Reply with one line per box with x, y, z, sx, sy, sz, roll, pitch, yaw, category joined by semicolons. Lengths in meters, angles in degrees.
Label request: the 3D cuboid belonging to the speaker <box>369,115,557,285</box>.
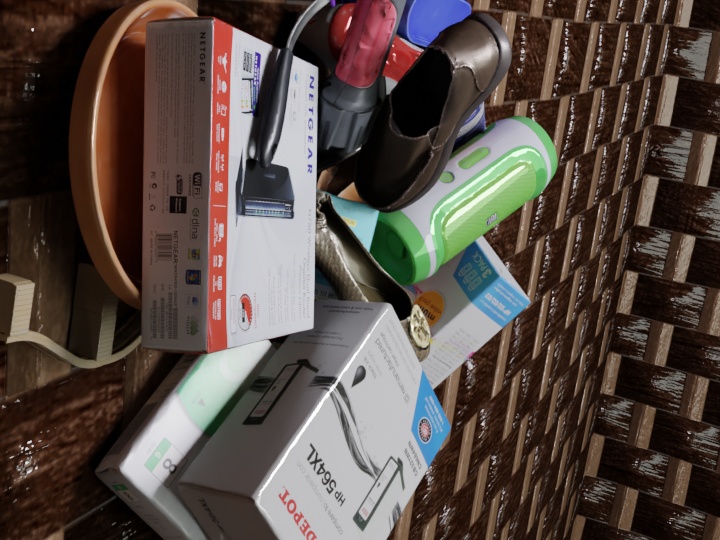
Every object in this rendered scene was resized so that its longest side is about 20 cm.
0.095;-0.068;0.947;0.199;0.088;0.089;-36;138;-27;speaker

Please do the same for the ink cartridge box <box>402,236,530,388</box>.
0.061;0.049;1.038;0.200;0.116;0.068;-43;135;13;ink cartridge box

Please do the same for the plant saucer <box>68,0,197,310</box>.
-0.133;-0.074;0.663;0.200;0.032;0.203;3;90;-72;plant saucer

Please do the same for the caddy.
0.050;-0.287;0.912;0.142;0.104;0.200;-60;164;16;caddy

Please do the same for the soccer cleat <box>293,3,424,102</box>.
0.022;-0.173;0.882;0.199;0.085;0.069;26;84;-48;soccer cleat

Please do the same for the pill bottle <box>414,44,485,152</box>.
0.075;-0.136;1.039;0.112;0.111;0.201;-57;150;-36;pill bottle

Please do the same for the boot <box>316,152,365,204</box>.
-0.010;-0.020;0.969;0.155;0.073;0.202;61;38;-58;boot

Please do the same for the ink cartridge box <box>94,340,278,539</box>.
-0.086;0.158;0.791;0.200;0.050;0.162;48;53;-19;ink cartridge box

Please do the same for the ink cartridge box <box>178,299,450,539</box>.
-0.027;0.143;0.777;0.201;0.084;0.147;-54;130;-37;ink cartridge box

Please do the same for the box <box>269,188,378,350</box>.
-0.051;0.032;0.877;0.081;0.049;0.203;14;89;-26;box

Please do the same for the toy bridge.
-0.176;0.029;0.667;0.200;0.027;0.068;-13;116;-65;toy bridge

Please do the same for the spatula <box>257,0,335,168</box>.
-0.040;-0.160;0.682;0.057;0.020;0.202;77;28;-70;spatula

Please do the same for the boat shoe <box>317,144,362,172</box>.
-0.045;-0.113;0.846;0.200;0.056;0.068;-38;137;-55;boat shoe

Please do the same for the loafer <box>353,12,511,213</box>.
0.039;-0.121;0.798;0.071;0.073;0.201;-21;153;-42;loafer

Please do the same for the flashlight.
0.006;-0.182;0.740;0.067;0.068;0.202;3;128;-24;flashlight

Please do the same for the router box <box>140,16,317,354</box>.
-0.083;-0.054;0.689;0.179;0.048;0.203;-7;98;-72;router box

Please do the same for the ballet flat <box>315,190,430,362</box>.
0.000;0.000;0.833;0.200;0.046;0.068;48;26;-18;ballet flat
